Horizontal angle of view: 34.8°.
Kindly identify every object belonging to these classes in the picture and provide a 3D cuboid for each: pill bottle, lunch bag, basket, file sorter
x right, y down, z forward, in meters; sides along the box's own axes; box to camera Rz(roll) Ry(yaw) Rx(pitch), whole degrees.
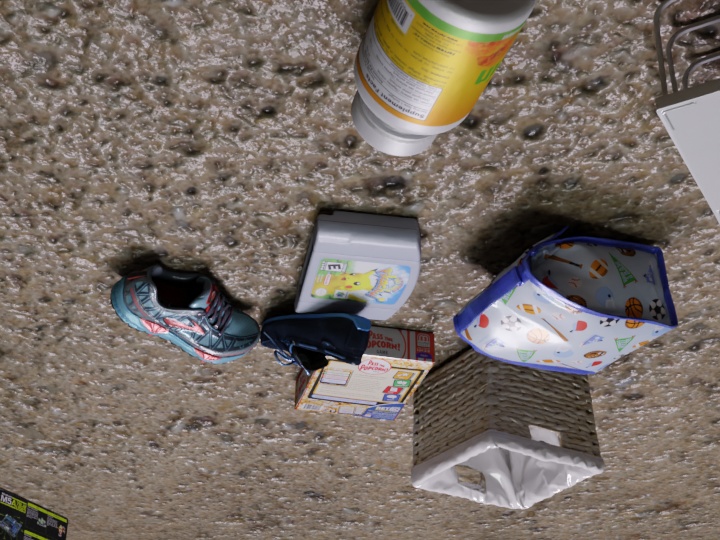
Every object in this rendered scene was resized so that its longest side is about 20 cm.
[{"bbox_3d":[0.059,-0.184,0.953,0.110,0.112,0.200,9,149,-14],"label":"pill bottle"},{"bbox_3d":[0.228,0.035,1.321,0.199,0.124,0.170,6,151,-24],"label":"lunch bag"},{"bbox_3d":[0.196,0.218,1.593,0.197,0.162,0.200,17,145,-26],"label":"basket"},{"bbox_3d":[0.347,-0.151,0.994,0.138,0.125,0.200,-15,146,26],"label":"file sorter"}]

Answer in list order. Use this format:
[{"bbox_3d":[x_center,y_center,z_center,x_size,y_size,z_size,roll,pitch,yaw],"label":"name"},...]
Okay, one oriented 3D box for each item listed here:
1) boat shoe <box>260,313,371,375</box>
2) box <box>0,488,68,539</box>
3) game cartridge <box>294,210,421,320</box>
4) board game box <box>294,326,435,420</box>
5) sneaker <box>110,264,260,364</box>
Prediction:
[{"bbox_3d":[-0.068,0.092,1.427,0.084,0.069,0.200,11,168,-31],"label":"boat shoe"},{"bbox_3d":[-0.617,0.518,2.082,0.047,0.194,0.200,-15,147,21],"label":"box"},{"bbox_3d":[0.000,0.000,1.347,0.133,0.041,0.200,2,150,-10],"label":"game cartridge"},{"bbox_3d":[0.002,0.141,1.576,0.151,0.047,0.200,8,149,-12],"label":"board game box"},{"bbox_3d":[-0.197,0.051,1.392,0.199,0.080,0.095,21,142,-32],"label":"sneaker"}]
